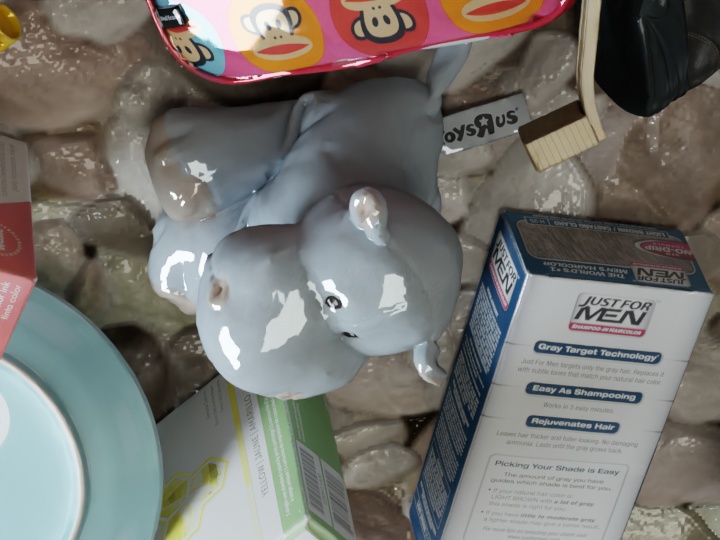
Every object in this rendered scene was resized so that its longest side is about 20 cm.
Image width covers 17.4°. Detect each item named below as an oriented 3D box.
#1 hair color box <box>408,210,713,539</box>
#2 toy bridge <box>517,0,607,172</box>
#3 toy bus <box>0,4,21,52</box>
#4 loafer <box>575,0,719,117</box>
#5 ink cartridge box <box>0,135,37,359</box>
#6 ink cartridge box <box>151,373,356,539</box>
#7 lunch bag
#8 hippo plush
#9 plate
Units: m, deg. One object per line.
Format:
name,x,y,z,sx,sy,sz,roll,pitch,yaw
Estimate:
hair color box,0.099,0.071,1.206,0.100,0.061,0.200,6,124,-15
toy bridge,0.066,-0.145,1.035,0.067,0.027,0.200,-24,108,6
toy bus,-0.232,-0.133,0.947,0.136,0.192,0.200,-29,100,37
loafer,0.134,-0.168,1.050,0.072,0.073,0.200,-25,133,-20
ink cartridge box,-0.248,-0.030,1.033,0.200,0.117,0.068,16,120,-21
ink cartridge box,-0.094,0.143,1.167,0.200,0.146,0.048,-38,123,16
lunch bag,-0.010,-0.175,0.962,0.200,0.082,0.176,-8,119,26
hippo plush,0.000,0.000,1.075,0.200,0.161,0.159,-21,126,4
plate,-0.194,0.096,1.133,0.200,0.026,0.200,3,104,11
